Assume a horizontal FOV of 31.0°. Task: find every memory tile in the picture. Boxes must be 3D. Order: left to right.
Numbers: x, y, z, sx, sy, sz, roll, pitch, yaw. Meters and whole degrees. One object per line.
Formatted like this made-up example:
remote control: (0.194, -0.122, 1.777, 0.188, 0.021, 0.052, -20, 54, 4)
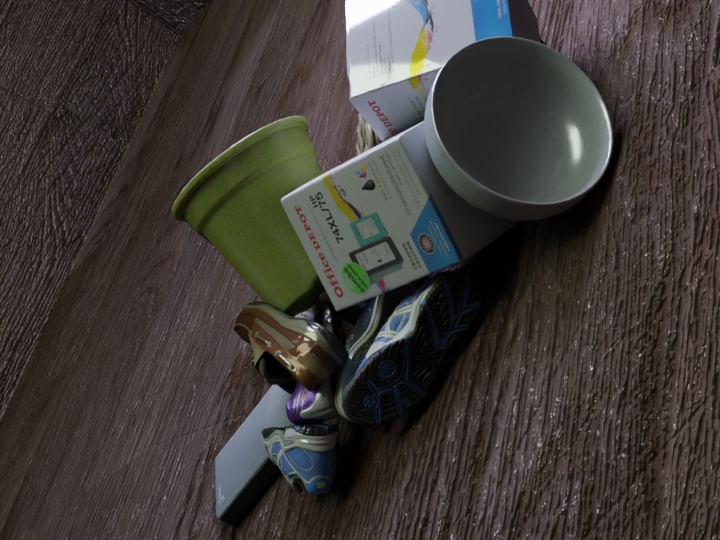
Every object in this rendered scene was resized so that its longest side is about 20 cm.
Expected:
memory tile: (0.012, -0.136, 1.708, 0.200, 0.017, 0.155, 95, 167, -67)

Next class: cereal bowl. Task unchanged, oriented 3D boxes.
cereal bowl: (0.155, -0.137, 1.342, 0.083, 0.198, 0.202, 124, 169, -62)

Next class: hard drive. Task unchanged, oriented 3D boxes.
hard drive: (-0.121, 0.218, 1.689, 0.201, 0.033, 0.140, -52, 21, 17)

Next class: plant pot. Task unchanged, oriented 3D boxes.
plant pot: (-0.095, -0.050, 1.559, 0.199, 0.185, 0.200, -35, -7, -5)

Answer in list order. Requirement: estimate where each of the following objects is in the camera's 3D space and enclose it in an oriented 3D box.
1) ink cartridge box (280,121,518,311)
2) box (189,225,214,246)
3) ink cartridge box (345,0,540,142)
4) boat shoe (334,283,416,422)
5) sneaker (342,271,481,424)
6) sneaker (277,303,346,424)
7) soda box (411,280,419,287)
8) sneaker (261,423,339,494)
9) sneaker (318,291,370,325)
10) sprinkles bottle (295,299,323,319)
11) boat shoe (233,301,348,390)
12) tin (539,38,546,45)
ink cartridge box: (0.046, -0.070, 1.437, 0.199, 0.148, 0.146, -24, 6, 44)
box: (-0.115, -0.071, 1.840, 0.148, 0.199, 0.105, -43, 14, 30)
ink cartridge box: (0.098, -0.244, 1.490, 0.198, 0.147, 0.146, -15, 59, 19)
boat shoe: (0.015, 0.097, 1.496, 0.062, 0.074, 0.201, -42, 20, 48)
sneaker: (0.054, 0.085, 1.411, 0.200, 0.076, 0.077, -48, 14, -1)
sneaker: (-0.058, 0.110, 1.540, 0.082, 0.081, 0.201, -18, 24, 12)
soda box: (0.072, -0.077, 1.608, 0.202, 0.064, 0.068, -64, 21, -11)
sneaker: (-0.073, 0.220, 1.511, 0.200, 0.075, 0.078, 145, 122, -76)
sneaker: (0.000, 0.000, 1.667, 0.116, 0.075, 0.200, -54, 19, 4)
sprinkles bottle: (-0.083, 0.076, 1.698, 0.068, 0.068, 0.201, -49, 14, 22)
boat shoe: (-0.095, 0.089, 1.484, 0.074, 0.076, 0.199, -54, 29, -15)
tin: (0.154, -0.194, 1.548, 0.112, 0.042, 0.201, 35, 84, 32)
